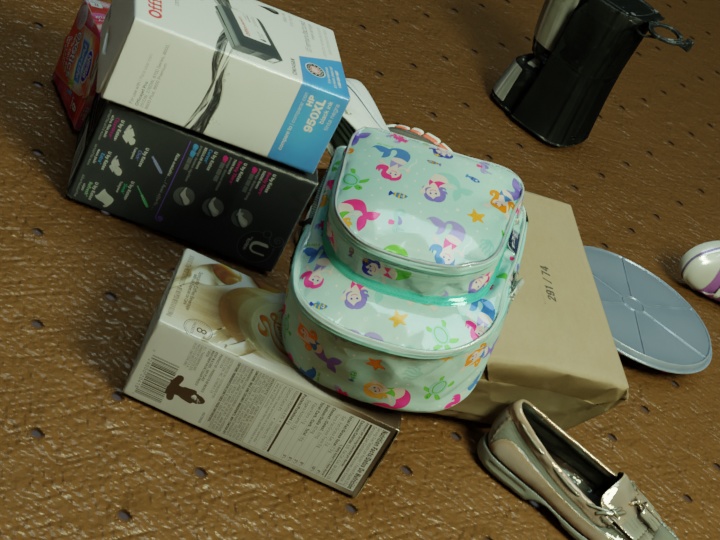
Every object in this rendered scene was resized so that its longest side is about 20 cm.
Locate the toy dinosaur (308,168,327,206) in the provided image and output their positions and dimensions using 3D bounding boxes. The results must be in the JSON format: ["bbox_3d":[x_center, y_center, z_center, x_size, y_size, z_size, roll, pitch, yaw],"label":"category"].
[{"bbox_3d":[-0.047,-0.082,1.511,0.106,0.061,0.200,31,15,30],"label":"toy dinosaur"}]

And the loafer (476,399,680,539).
[{"bbox_3d":[0.193,0.184,1.279,0.200,0.063,0.072,34,29,7],"label":"loafer"}]

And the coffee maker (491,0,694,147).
[{"bbox_3d":[0.282,-0.259,1.935,0.134,0.200,0.192,3,36,-37],"label":"coffee maker"}]

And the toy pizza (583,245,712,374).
[{"bbox_3d":[0.282,0.046,1.620,0.200,0.032,0.200,22,30,-14],"label":"toy pizza"}]

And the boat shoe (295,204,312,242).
[{"bbox_3d":[0.000,0.000,1.392,0.075,0.069,0.200,5,37,-37],"label":"boat shoe"}]

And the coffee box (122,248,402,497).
[{"bbox_3d":[-0.070,0.078,1.187,0.200,0.080,0.114,25,30,-9],"label":"coffee box"}]

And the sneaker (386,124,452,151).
[{"bbox_3d":[0.068,-0.079,1.583,0.200,0.077,0.082,42,37,23],"label":"sneaker"}]

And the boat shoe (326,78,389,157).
[{"bbox_3d":[0.005,-0.102,1.460,0.067,0.074,0.200,-10,52,-39],"label":"boat shoe"}]

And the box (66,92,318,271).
[{"bbox_3d":[-0.149,-0.101,1.375,0.199,0.106,0.122,21,29,-15],"label":"box"}]

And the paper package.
[{"bbox_3d":[0.120,0.030,1.347,0.190,0.103,0.201,14,51,-39],"label":"paper package"}]

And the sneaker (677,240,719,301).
[{"bbox_3d":[0.466,0.036,1.769,0.200,0.073,0.114,17,34,-22],"label":"sneaker"}]

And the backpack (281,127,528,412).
[{"bbox_3d":[0.033,0.001,1.154,0.177,0.151,0.200,18,52,4],"label":"backpack"}]

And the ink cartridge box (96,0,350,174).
[{"bbox_3d":[-0.121,-0.181,1.330,0.199,0.084,0.145,18,29,-20],"label":"ink cartridge box"}]

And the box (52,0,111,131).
[{"bbox_3d":[-0.185,-0.181,1.484,0.199,0.096,0.100,9,34,-33],"label":"box"}]
